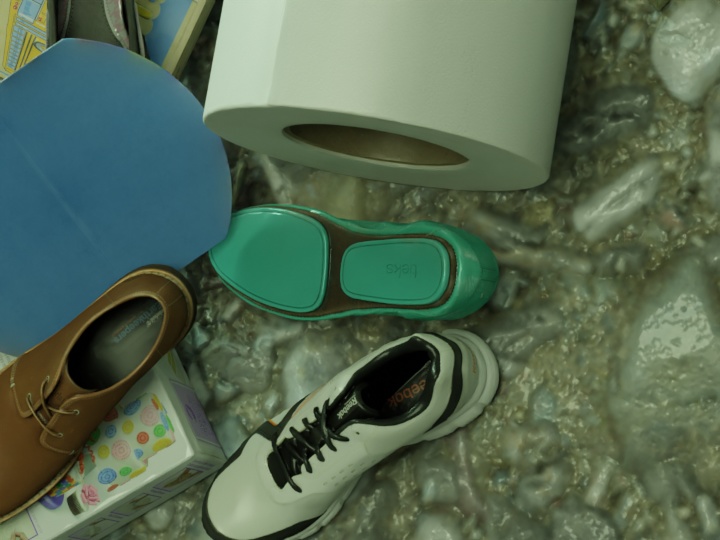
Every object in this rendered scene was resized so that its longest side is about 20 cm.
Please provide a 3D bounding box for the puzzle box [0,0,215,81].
[{"bbox_3d":[-0.173,-0.147,1.645,0.133,0.025,0.200,28,104,7],"label":"puzzle box"}]

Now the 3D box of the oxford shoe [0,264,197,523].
[{"bbox_3d":[-0.180,0.075,1.554,0.071,0.071,0.200,42,98,-1],"label":"oxford shoe"}]

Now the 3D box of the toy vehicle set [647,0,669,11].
[{"bbox_3d":[0.149,-0.266,1.592,0.124,0.027,0.200,-47,68,6],"label":"toy vehicle set"}]

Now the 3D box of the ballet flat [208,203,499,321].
[{"bbox_3d":[0.000,0.000,1.566,0.200,0.070,0.067,6,88,42],"label":"ballet flat"}]

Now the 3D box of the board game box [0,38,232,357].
[{"bbox_3d":[-0.179,-0.048,1.576,0.200,0.039,0.158,-35,113,3],"label":"board game box"}]

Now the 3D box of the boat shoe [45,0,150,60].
[{"bbox_3d":[-0.163,-0.146,1.600,0.067,0.057,0.200,-3,98,12],"label":"boat shoe"}]

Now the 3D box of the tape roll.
[{"bbox_3d":[0.020,-0.134,1.521,0.203,0.203,0.139,7,81,21],"label":"tape roll"}]

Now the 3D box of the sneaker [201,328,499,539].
[{"bbox_3d":[-0.017,0.093,1.555,0.200,0.080,0.074,-37,71,11],"label":"sneaker"}]

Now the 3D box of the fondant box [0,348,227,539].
[{"bbox_3d":[-0.201,0.102,1.632,0.200,0.058,0.144,-31,70,13],"label":"fondant box"}]
